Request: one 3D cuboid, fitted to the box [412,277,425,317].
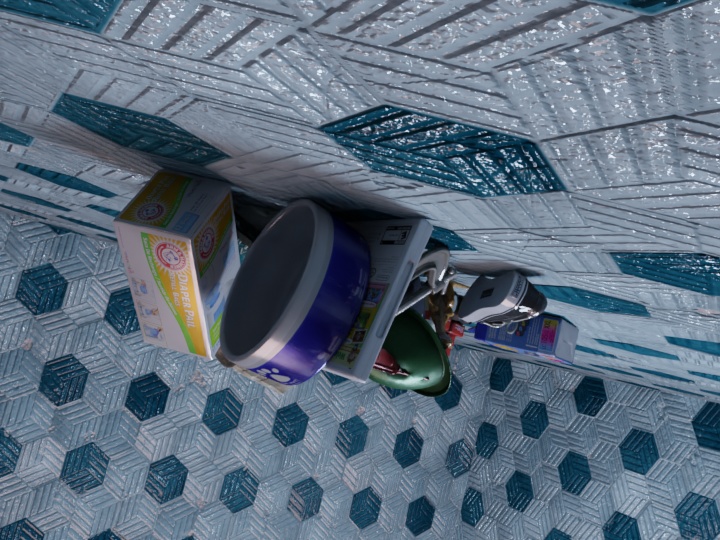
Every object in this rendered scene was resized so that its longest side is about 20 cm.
[{"bbox_3d":[-0.004,0.073,1.280,0.197,0.148,0.106,10,131,28],"label":"box"}]

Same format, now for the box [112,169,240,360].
[{"bbox_3d":[-0.217,-0.006,0.904,0.099,0.113,0.203,12,132,12],"label":"box"}]

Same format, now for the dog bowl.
[{"bbox_3d":[-0.078,0.025,0.839,0.078,0.203,0.199,29,168,-27],"label":"dog bowl"}]

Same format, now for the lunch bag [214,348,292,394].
[{"bbox_3d":[-0.149,0.089,1.152,0.199,0.119,0.163,33,131,-28],"label":"lunch bag"}]

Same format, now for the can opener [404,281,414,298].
[{"bbox_3d":[0.010,0.031,0.989,0.063,0.080,0.199,-1,-167,39],"label":"can opener"}]

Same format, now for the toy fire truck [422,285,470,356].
[{"bbox_3d":[0.128,0.141,1.440,0.126,0.204,0.175,10,173,27],"label":"toy fire truck"}]

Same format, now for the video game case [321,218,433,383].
[{"bbox_3d":[-0.012,0.027,0.840,0.022,0.185,0.199,31,167,-27],"label":"video game case"}]

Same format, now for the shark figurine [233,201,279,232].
[{"bbox_3d":[-0.177,-0.046,1.042,0.126,0.091,0.214,17,172,-13],"label":"shark figurine"}]

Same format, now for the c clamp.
[{"bbox_3d":[0.053,0.039,0.942,0.027,0.198,0.172,52,158,21],"label":"c clamp"}]

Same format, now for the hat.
[{"bbox_3d":[0.016,0.152,1.069,0.164,0.175,0.203,-7,115,52],"label":"hat"}]

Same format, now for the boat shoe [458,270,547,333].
[{"bbox_3d":[0.199,0.046,1.025,0.067,0.075,0.199,29,162,-8],"label":"boat shoe"}]

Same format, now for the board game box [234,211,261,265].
[{"bbox_3d":[-0.170,-0.009,0.982,0.199,0.028,0.135,39,131,-14],"label":"board game box"}]

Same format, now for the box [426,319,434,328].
[{"bbox_3d":[0.037,0.130,1.348,0.197,0.095,0.079,10,131,28],"label":"box"}]

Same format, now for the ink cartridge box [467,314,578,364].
[{"bbox_3d":[0.313,0.121,1.435,0.197,0.078,0.136,13,174,33],"label":"ink cartridge box"}]

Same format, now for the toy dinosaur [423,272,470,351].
[{"bbox_3d":[0.128,0.042,1.139,0.059,0.108,0.201,-3,-147,19],"label":"toy dinosaur"}]
